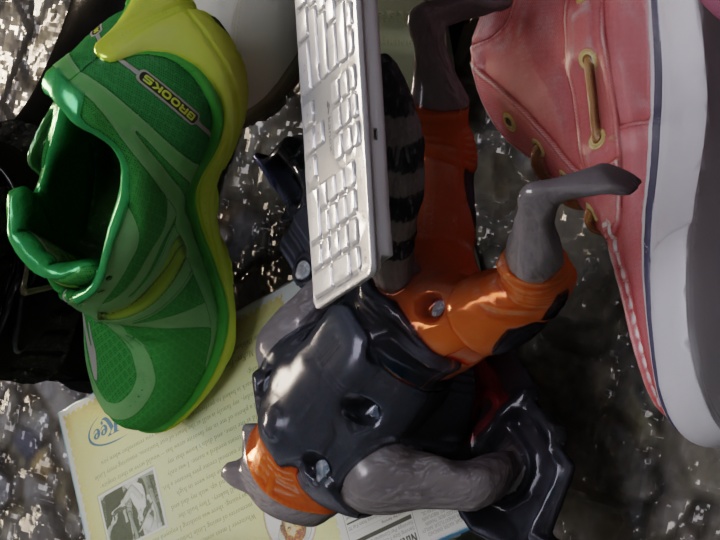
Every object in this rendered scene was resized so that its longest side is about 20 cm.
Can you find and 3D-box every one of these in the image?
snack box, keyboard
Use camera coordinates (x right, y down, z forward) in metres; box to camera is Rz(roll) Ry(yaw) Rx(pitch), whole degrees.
[{"bbox_3d":[-0.028,0.073,0.990,0.199,0.037,0.117,-28,67,36],"label":"snack box"},{"bbox_3d":[-0.010,-0.092,0.808,0.056,0.011,0.202,154,115,-63],"label":"keyboard"}]

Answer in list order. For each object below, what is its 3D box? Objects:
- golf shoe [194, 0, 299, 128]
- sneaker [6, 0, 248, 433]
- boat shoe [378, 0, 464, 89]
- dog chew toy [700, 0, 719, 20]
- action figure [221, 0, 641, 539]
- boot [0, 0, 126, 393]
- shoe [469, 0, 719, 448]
[{"bbox_3d":[-0.060,-0.148,0.977,0.072,0.092,0.201,-11,63,18],"label":"golf shoe"},{"bbox_3d":[-0.090,-0.015,0.939,0.074,0.083,0.201,43,147,31],"label":"sneaker"},{"bbox_3d":[0.015,-0.127,0.909,0.074,0.200,0.066,3,52,6],"label":"boat shoe"},{"bbox_3d":[0.149,-0.115,0.787,0.199,0.124,0.125,28,104,29],"label":"dog chew toy"},{"bbox_3d":[0.000,0.000,0.877,0.200,0.104,0.194,49,126,37],"label":"action figure"},{"bbox_3d":[-0.130,-0.048,1.012,0.079,0.157,0.213,14,94,41],"label":"boot"},{"bbox_3d":[0.092,-0.036,0.881,0.091,0.071,0.202,-13,72,41],"label":"shoe"}]
